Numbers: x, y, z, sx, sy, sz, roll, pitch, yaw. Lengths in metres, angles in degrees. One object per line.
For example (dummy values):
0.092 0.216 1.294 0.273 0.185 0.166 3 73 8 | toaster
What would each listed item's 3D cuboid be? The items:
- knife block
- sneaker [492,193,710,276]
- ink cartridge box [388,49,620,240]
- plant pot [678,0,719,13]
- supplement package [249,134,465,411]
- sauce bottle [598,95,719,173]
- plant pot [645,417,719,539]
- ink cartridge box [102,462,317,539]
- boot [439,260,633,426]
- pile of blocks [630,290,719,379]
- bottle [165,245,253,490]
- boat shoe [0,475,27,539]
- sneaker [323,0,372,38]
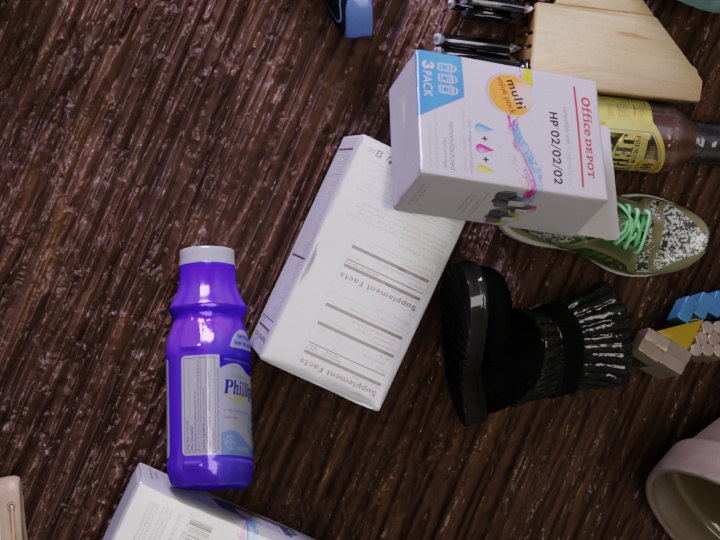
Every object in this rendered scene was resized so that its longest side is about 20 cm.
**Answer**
0.169 -0.178 1.454 0.176 0.064 0.200 -40 100 -5 | knife block
0.213 -0.037 1.458 0.200 0.089 0.077 10 92 -11 | sneaker
0.128 -0.098 1.353 0.200 0.068 0.115 7 63 -18 | ink cartridge box
0.291 -0.301 1.416 0.200 0.200 0.134 21 117 -11 | plant pot
0.000 0.000 1.411 0.109 0.114 0.200 25 90 -9 | supplement package
0.236 -0.118 1.469 0.200 0.065 0.065 4 93 -9 | sauce bottle
0.377 0.178 1.467 0.200 0.200 0.174 47 68 -10 | plant pot
-0.126 0.271 1.422 0.200 0.088 0.146 24 90 -9 | ink cartridge box
0.150 0.045 1.415 0.158 0.211 0.080 -14 60 -5 | boot
0.322 0.048 1.502 0.200 0.062 0.082 -7 83 -17 | pile of blocks
-0.126 0.081 1.405 0.065 0.084 0.200 -5 79 16 | bottle
-0.284 0.271 1.402 0.064 0.071 0.200 -15 95 -8 | boat shoe
-0.046 -0.284 1.410 0.078 0.070 0.200 -16 90 -5 | sneaker
